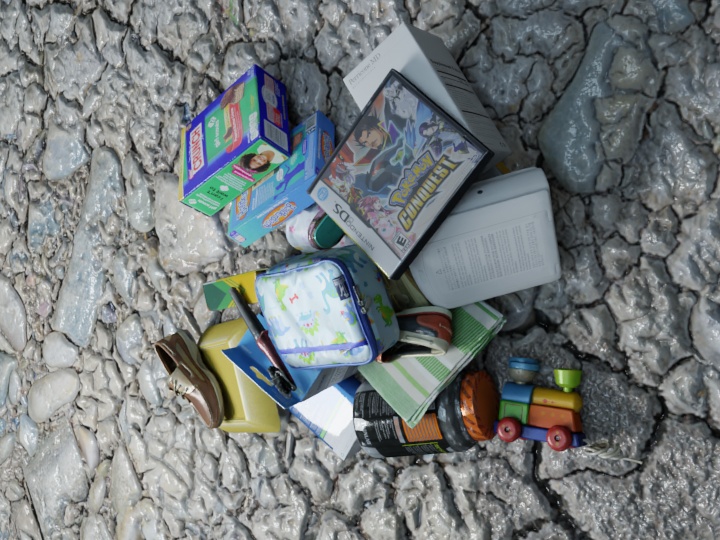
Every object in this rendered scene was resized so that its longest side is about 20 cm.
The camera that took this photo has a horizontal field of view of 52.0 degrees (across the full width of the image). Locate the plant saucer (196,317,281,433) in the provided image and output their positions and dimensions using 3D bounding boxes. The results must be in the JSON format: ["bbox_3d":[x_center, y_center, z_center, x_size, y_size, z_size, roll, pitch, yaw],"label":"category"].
[{"bbox_3d":[-0.226,0.191,1.288,0.199,0.048,0.203,-17,86,54],"label":"plant saucer"}]

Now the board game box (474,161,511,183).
[{"bbox_3d":[0.128,-0.129,1.085,0.153,0.040,0.201,-47,71,26],"label":"board game box"}]

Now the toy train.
[{"bbox_3d":[0.286,0.186,1.007,0.198,0.084,0.118,3,84,31],"label":"toy train"}]

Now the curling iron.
[{"bbox_3d":[-0.145,0.100,1.088,0.025,0.050,0.201,-33,62,1],"label":"curling iron"}]

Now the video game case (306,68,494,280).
[{"bbox_3d":[0.043,-0.122,0.937,0.181,0.025,0.201,46,109,26],"label":"video game case"}]

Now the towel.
[{"bbox_3d":[0.100,0.109,1.060,0.200,0.023,0.152,-49,40,0],"label":"towel"}]

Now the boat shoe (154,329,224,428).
[{"bbox_3d":[-0.303,0.195,1.290,0.201,0.071,0.076,53,136,29],"label":"boat shoe"}]

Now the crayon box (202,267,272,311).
[{"bbox_3d":[-0.151,0.023,1.189,0.199,0.126,0.052,-13,88,50],"label":"crayon box"}]

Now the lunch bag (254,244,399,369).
[{"bbox_3d":[-0.048,0.056,1.019,0.198,0.082,0.163,-8,106,44],"label":"lunch bag"}]

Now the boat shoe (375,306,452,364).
[{"bbox_3d":[0.040,0.101,1.053,0.198,0.071,0.063,-12,54,30],"label":"boat shoe"}]

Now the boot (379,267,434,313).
[{"bbox_3d":[0.000,0.000,1.060,0.154,0.073,0.201,-21,126,25],"label":"boot"}]

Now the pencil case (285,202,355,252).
[{"bbox_3d":[-0.021,-0.055,1.160,0.198,0.083,0.092,18,124,28],"label":"pencil case"}]

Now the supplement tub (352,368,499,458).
[{"bbox_3d":[0.097,0.209,1.092,0.198,0.122,0.124,-13,89,31],"label":"supplement tub"}]

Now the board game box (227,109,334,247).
[{"bbox_3d":[-0.127,-0.147,1.189,0.199,0.045,0.154,-28,43,30],"label":"board game box"}]

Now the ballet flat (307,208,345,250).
[{"bbox_3d":[-0.010,-0.115,1.094,0.200,0.069,0.071,-47,30,0],"label":"ballet flat"}]

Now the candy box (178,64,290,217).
[{"bbox_3d":[-0.212,-0.212,1.222,0.199,0.077,0.171,-33,49,30],"label":"candy box"}]

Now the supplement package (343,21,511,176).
[{"bbox_3d":[0.090,-0.211,1.005,0.121,0.119,0.202,-37,76,29],"label":"supplement package"}]

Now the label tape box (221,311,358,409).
[{"bbox_3d":[-0.097,0.122,1.153,0.143,0.199,0.067,36,115,22],"label":"label tape box"}]

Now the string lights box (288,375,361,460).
[{"bbox_3d":[-0.065,0.205,1.226,0.199,0.059,0.104,38,113,23],"label":"string lights box"}]

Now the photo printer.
[{"bbox_3d":[0.159,-0.037,0.984,0.197,0.070,0.168,-16,128,8],"label":"photo printer"}]
